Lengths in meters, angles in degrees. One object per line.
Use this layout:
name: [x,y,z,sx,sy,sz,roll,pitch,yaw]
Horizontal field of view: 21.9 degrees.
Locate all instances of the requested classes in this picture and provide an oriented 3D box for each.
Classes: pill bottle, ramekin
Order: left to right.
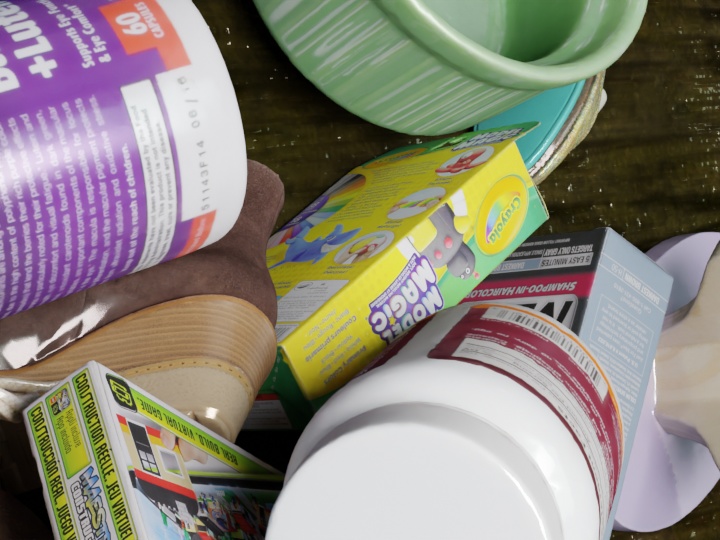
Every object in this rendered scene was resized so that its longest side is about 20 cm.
pill bottle: [-0.151,-0.034,0.672,0.199,0.111,0.112,-21,99,-29]
ramekin: [0.035,-0.163,0.895,0.199,0.098,0.201,17,60,-32]
pill bottle: [0.035,0.082,0.682,0.200,0.113,0.115,-33,111,-75]

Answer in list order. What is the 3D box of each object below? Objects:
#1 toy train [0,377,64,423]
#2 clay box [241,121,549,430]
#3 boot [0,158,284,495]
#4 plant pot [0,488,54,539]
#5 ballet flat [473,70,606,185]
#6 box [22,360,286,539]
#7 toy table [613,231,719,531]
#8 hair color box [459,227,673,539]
toy train: [-0.163,0.079,0.603,0.199,0.085,0.116,0,51,-29]
clay box: [0.000,0.000,0.861,0.200,0.115,0.048,-40,112,-36]
boot: [-0.131,0.015,0.765,0.167,0.198,0.073,-87,176,-52]
plant pot: [-0.183,0.173,0.656,0.187,0.186,0.201,47,42,-28]
ballet flat: [0.112,-0.123,1.012,0.070,0.070,0.201,27,68,-37]
box: [-0.035,0.119,0.675,0.200,0.035,0.110,38,22,-48]
toy table: [0.213,0.059,1.044,0.184,0.117,0.201,41,59,-31]
hair color box: [0.081,0.083,0.933,0.061,0.099,0.201,33,65,-36]
